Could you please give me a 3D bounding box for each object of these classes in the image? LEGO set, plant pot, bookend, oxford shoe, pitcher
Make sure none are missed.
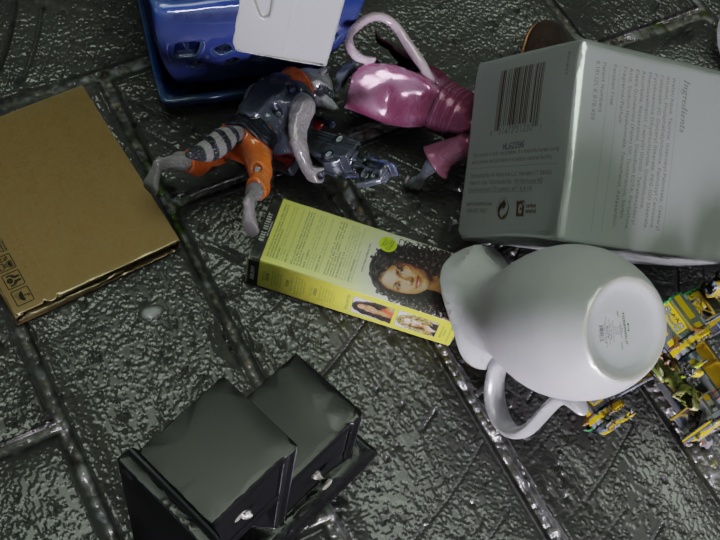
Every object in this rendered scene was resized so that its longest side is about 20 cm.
[{"bbox_3d":[0.284,0.095,0.938,0.154,0.200,0.116,-17,65,-40],"label":"LEGO set"},{"bbox_3d":[-0.123,-0.275,1.067,0.200,0.180,0.200,-10,64,-15],"label":"plant pot"},{"bbox_3d":[-0.073,0.142,0.836,0.092,0.199,0.200,41,62,15],"label":"bookend"},{"bbox_3d":[0.206,-0.188,1.134,0.071,0.073,0.200,2,61,-7],"label":"oxford shoe"},{"bbox_3d":[0.154,0.064,0.898,0.121,0.200,0.172,-14,98,-26],"label":"pitcher"}]

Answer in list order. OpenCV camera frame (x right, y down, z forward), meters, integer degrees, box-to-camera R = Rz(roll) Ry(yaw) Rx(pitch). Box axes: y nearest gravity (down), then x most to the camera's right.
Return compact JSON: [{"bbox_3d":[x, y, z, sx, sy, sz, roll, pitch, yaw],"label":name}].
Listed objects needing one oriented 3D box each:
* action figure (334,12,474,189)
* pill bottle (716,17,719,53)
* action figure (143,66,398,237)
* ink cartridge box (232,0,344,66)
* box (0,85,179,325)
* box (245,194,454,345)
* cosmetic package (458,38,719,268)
[{"bbox_3d":[0.085,-0.163,1.061,0.200,0.149,0.134,29,57,14],"label":"action figure"},{"bbox_3d":[0.498,-0.273,1.208,0.200,0.109,0.109,-16,65,-17],"label":"pill bottle"},{"bbox_3d":[-0.072,-0.119,0.994,0.200,0.105,0.194,13,49,29],"label":"action figure"},{"bbox_3d":[-0.046,-0.292,0.903,0.083,0.146,0.200,9,62,-8],"label":"ink cartridge box"},{"bbox_3d":[-0.285,-0.066,1.016,0.163,0.021,0.200,-27,69,-22],"label":"box"},{"bbox_3d":[0.000,0.000,1.011,0.200,0.050,0.075,16,60,1],"label":"box"},{"bbox_3d":[0.220,-0.096,0.976,0.200,0.167,0.167,7,89,-24],"label":"cosmetic package"}]
